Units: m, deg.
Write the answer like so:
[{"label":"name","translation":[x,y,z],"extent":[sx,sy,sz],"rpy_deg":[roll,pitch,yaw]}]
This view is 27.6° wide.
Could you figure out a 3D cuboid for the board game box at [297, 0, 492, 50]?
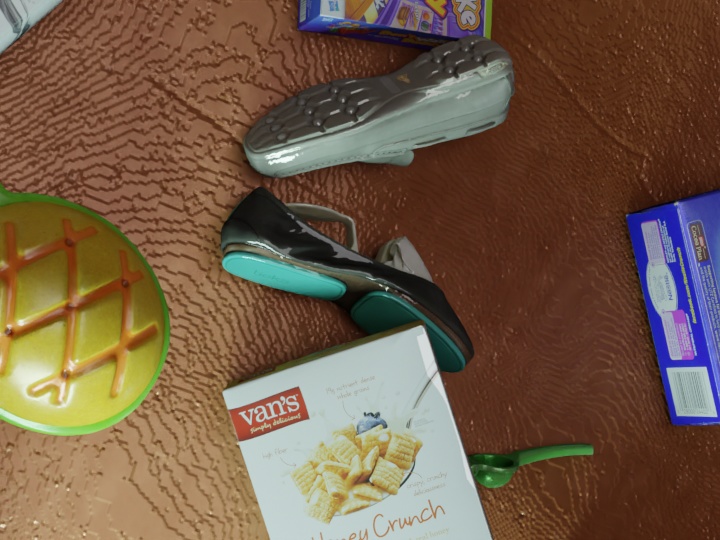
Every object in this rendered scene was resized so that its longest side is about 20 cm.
[{"label":"board game box","translation":[0.029,-0.264,1.043],"extent":[0.133,0.045,0.202],"rpy_deg":[5,84,-24]}]

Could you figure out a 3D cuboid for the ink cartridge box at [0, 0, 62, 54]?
[{"label":"ink cartridge box","translation":[-0.248,-0.207,0.892],"extent":[0.200,0.083,0.145],"rpy_deg":[-46,104,-21]}]

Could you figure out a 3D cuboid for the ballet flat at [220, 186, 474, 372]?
[{"label":"ballet flat","translation":[0.000,0.000,1.001],"extent":[0.199,0.068,0.069],"rpy_deg":[27,63,-20]}]

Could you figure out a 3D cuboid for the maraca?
[{"label":"maraca","translation":[-0.204,0.014,0.881],"extent":[0.199,0.107,0.138],"rpy_deg":[37,65,-17]}]

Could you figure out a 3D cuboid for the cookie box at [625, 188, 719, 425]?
[{"label":"cookie box","translation":[0.322,0.013,1.137],"extent":[0.198,0.075,0.173],"rpy_deg":[-14,91,-24]}]

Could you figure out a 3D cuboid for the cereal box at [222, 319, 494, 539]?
[{"label":"cereal box","translation":[0.006,0.149,0.973],"extent":[0.143,0.040,0.202],"rpy_deg":[-19,94,4]}]

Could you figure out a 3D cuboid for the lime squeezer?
[{"label":"lime squeezer","translation":[0.089,0.162,1.042],"extent":[0.199,0.038,0.071],"rpy_deg":[-37,101,-23]}]

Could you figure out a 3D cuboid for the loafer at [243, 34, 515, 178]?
[{"label":"loafer","translation":[0.017,-0.099,1.012],"extent":[0.198,0.070,0.070],"rpy_deg":[-18,129,-11]}]
